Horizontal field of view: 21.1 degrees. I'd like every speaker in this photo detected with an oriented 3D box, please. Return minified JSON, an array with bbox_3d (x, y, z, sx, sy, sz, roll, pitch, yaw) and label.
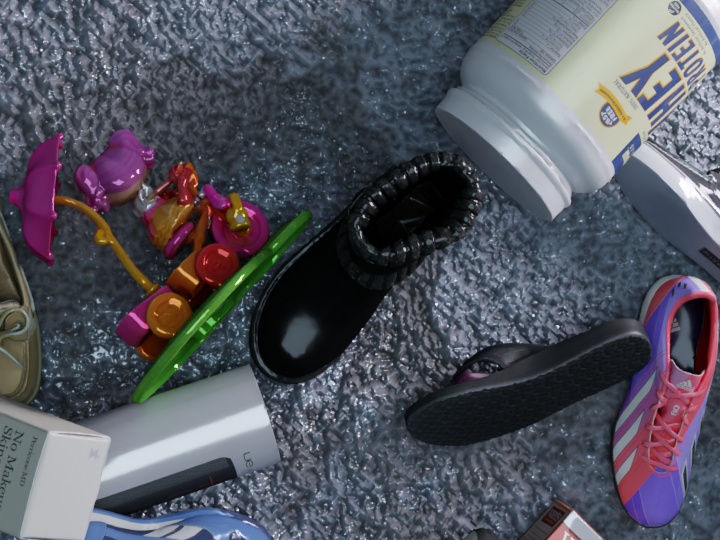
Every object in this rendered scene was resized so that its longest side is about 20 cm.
[{"bbox_3d":[-0.162,0.137,1.455,0.198,0.081,0.082,-18,95,-8],"label":"speaker"}]

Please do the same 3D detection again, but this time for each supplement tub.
[{"bbox_3d":[0.167,-0.152,1.458,0.145,0.145,0.200,44,86,-8],"label":"supplement tub"}]

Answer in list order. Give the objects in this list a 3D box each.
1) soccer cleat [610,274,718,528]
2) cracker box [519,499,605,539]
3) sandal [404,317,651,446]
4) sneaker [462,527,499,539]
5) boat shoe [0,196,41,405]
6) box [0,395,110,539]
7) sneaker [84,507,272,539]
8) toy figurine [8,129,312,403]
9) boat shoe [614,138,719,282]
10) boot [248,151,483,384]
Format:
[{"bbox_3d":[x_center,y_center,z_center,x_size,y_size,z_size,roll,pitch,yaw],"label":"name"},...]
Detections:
[{"bbox_3d":[0.241,0.104,1.515,0.068,0.073,0.202,9,91,-8],"label":"soccer cleat"},{"bbox_3d":[0.139,0.300,1.516,0.134,0.058,0.200,43,85,-8],"label":"cracker box"},{"bbox_3d":[0.127,0.083,1.506,0.199,0.048,0.076,-20,139,0],"label":"sandal"},{"bbox_3d":[0.027,0.267,1.491,0.200,0.074,0.080,-44,95,-5],"label":"sneaker"},{"bbox_3d":[-0.285,0.009,1.439,0.073,0.063,0.202,-15,95,-8],"label":"boat shoe"},{"bbox_3d":[-0.278,0.128,1.385,0.199,0.068,0.083,14,89,36],"label":"box"},{"bbox_3d":[-0.144,0.225,1.430,0.199,0.082,0.074,3,120,-37],"label":"sneaker"},{"bbox_3d":[-0.163,-0.035,1.435,0.184,0.150,0.200,43,64,2],"label":"toy figurine"},{"bbox_3d":[0.285,-0.044,1.522,0.200,0.070,0.066,40,69,-5],"label":"boat shoe"},{"bbox_3d":[-0.002,-0.002,1.432,0.079,0.158,0.212,38,87,-8],"label":"boot"}]
